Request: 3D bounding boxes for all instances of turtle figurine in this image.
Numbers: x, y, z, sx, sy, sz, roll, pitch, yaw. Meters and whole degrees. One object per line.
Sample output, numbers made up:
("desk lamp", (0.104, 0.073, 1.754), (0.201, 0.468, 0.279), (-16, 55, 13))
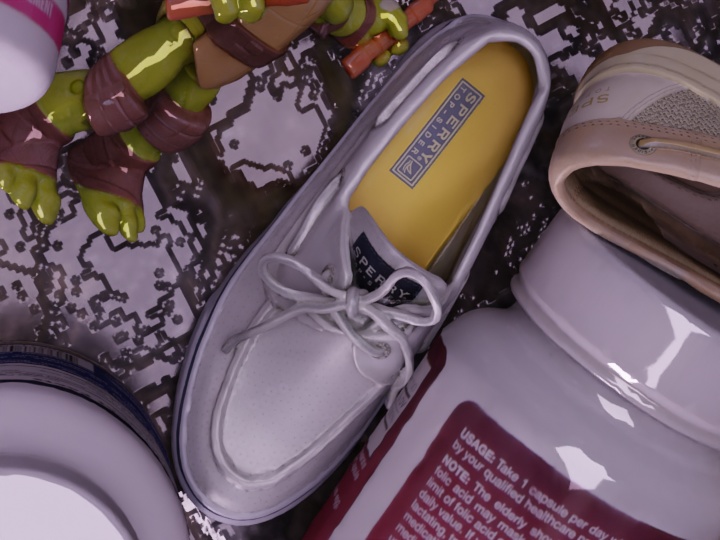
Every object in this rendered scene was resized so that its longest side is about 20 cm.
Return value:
("turtle figurine", (-0.048, -0.079, 0.767), (0.161, 0.200, 0.065), (-37, 81, 17))

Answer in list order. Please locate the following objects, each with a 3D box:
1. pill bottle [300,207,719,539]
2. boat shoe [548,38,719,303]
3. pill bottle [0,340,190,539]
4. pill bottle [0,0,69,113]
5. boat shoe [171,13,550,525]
("pill bottle", (0.051, 0.086, 0.790), (0.114, 0.114, 0.201), (32, 103, -8))
("boat shoe", (0.151, 0.000, 0.745), (0.199, 0.065, 0.072), (29, 133, -1))
("pill bottle", (-0.109, 0.087, 0.744), (0.110, 0.200, 0.112), (-1, 95, -7))
("pill bottle", (-0.127, -0.156, 0.691), (0.112, 0.113, 0.202), (10, 78, -8))
("boat shoe", (0.004, 0.002, 0.810), (0.074, 0.086, 0.202), (36, 89, -8))
